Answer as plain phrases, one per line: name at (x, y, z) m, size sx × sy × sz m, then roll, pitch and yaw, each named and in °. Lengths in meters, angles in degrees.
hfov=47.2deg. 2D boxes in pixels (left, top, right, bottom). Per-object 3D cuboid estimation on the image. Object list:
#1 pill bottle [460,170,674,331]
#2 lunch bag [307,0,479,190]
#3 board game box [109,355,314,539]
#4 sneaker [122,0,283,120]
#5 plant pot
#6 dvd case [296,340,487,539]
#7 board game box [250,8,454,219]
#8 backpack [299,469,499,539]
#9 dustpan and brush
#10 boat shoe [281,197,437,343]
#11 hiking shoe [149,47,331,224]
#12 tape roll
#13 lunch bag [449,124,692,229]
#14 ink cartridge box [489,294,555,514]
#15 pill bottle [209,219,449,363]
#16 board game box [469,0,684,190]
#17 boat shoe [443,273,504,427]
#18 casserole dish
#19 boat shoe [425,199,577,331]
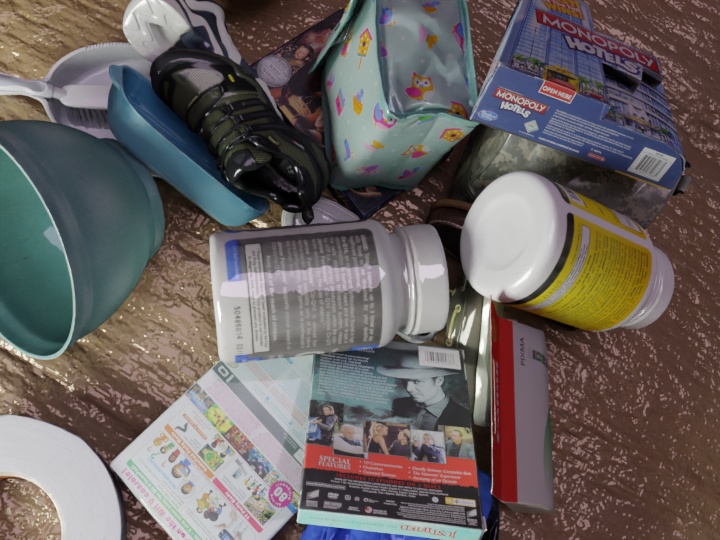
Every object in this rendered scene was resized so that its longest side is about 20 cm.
pill bottle at (0.195, -0.008, 0.752) m, size 0.198 × 0.112 × 0.114 m, roll 18°, pitch 69°, yaw -35°
lunch bag at (0.026, -0.200, 0.796) m, size 0.120 × 0.170 × 0.203 m, roll -2°, pitch 75°, yaw -21°
board game box at (-0.104, 0.163, 0.757) m, size 0.148 × 0.064 × 0.200 m, roll 46°, pitch 68°, yaw 4°
sneaker at (-0.147, -0.214, 0.844) m, size 0.198 × 0.079 × 0.130 m, roll 39°, pitch 28°, yaw -24°
plant pot at (-0.260, -0.043, 0.727) m, size 0.201 × 0.200 × 0.134 m, roll 53°, pitch 43°, yaw 5°
dvd case at (0.025, 0.132, 0.696) m, size 0.143 × 0.022 × 0.201 m, roll 7°, pitch 38°, yaw -5°
board game box at (-0.011, -0.168, 0.888) m, size 0.135 × 0.035 × 0.201 m, roll -37°, pitch 85°, yaw -20°
backpack at (0.030, 0.250, 0.711) m, size 0.166 × 0.163 × 0.202 m, roll 23°, pitch 71°, yaw -2°
dustpan and brush at (-0.283, -0.169, 0.811) m, size 0.197 × 0.057 × 0.142 m, roll 2°, pitch 74°, yaw -12°
boat shoe at (0.000, 0.000, 0.818) m, size 0.072 × 0.069 × 0.200 m, roll -42°, pitch 90°, yaw 0°
hiking shoe at (-0.109, -0.127, 0.756) m, size 0.199 × 0.101 × 0.076 m, roll 36°, pitch 112°, yaw -14°
tape roll at (-0.299, 0.225, 0.692) m, size 0.197 × 0.066 × 0.204 m, roll 4°, pitch 74°, yaw -13°
lunch bag at (0.213, -0.104, 0.851) m, size 0.198 × 0.168 × 0.141 m, roll 25°, pitch 70°, yaw -5°
ink cartridge box at (0.145, 0.125, 0.730) m, size 0.049 × 0.200 × 0.164 m, roll -2°, pitch 70°, yaw 12°
pill bottle at (-0.029, 0.015, 0.722) m, size 0.197 × 0.114 × 0.116 m, roll -5°, pitch 75°, yaw -9°
board game box at (0.200, -0.189, 0.761) m, size 0.197 × 0.062 × 0.202 m, roll 17°, pitch 46°, yaw -11°
boat shoe at (0.108, 0.049, 0.811) m, size 0.059 × 0.072 × 0.205 m, roll 6°, pitch 94°, yaw 23°
casserole dish at (-0.167, -0.111, 0.778) m, size 0.039 × 0.122 × 0.199 m, roll -42°, pitch 124°, yaw 13°
boat shoe at (0.154, -0.005, 0.860) m, size 0.198 × 0.070 × 0.071 m, roll 26°, pitch 68°, yaw -5°
